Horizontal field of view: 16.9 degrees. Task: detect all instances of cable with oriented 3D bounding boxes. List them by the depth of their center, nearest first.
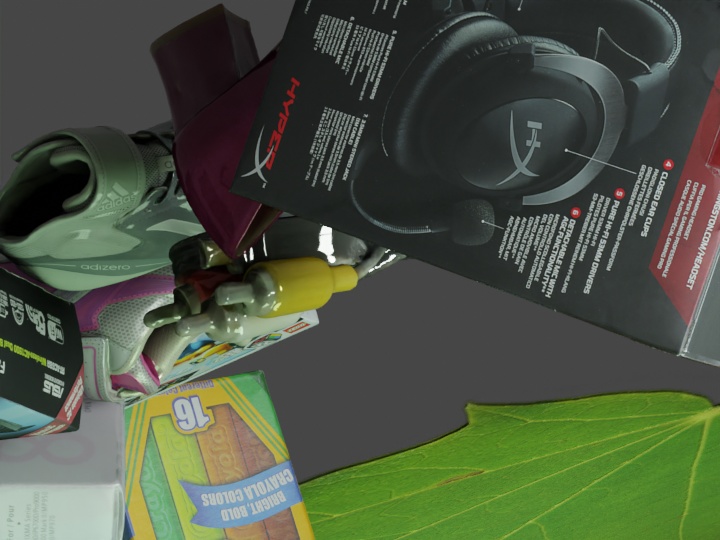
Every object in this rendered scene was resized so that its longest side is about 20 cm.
[{"bbox_3d":[0.000,0.000,1.037,0.199,0.051,0.097,-5,177,-32],"label":"cable"}]

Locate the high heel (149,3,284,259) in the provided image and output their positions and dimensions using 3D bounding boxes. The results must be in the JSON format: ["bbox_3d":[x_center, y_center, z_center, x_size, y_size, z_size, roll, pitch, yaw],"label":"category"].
[{"bbox_3d":[0.013,-0.083,0.950,0.200,0.096,0.067,-27,163,24],"label":"high heel"}]

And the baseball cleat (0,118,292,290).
[{"bbox_3d":[-0.068,-0.040,1.047,0.200,0.070,0.106,-23,164,9],"label":"baseball cleat"}]

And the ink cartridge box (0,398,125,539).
[{"bbox_3d":[-0.213,0.083,1.163,0.199,0.057,0.163,6,-158,-8],"label":"ink cartridge box"}]

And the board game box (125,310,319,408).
[{"bbox_3d":[-0.136,0.044,1.310,0.200,0.035,0.126,-24,163,17],"label":"board game box"}]

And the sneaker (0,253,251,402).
[{"bbox_3d":[-0.134,0.023,1.145,0.199,0.088,0.081,-22,164,8],"label":"sneaker"}]

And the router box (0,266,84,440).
[{"bbox_3d":[-0.237,0.041,1.050,0.199,0.062,0.150,-8,166,13],"label":"router box"}]

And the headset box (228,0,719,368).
[{"bbox_3d":[0.075,-0.061,0.832,0.200,0.149,0.077,20,-178,25],"label":"headset box"}]

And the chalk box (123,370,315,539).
[{"bbox_3d":[-0.107,0.182,1.500,0.124,0.201,0.124,-9,161,-33],"label":"chalk box"}]
